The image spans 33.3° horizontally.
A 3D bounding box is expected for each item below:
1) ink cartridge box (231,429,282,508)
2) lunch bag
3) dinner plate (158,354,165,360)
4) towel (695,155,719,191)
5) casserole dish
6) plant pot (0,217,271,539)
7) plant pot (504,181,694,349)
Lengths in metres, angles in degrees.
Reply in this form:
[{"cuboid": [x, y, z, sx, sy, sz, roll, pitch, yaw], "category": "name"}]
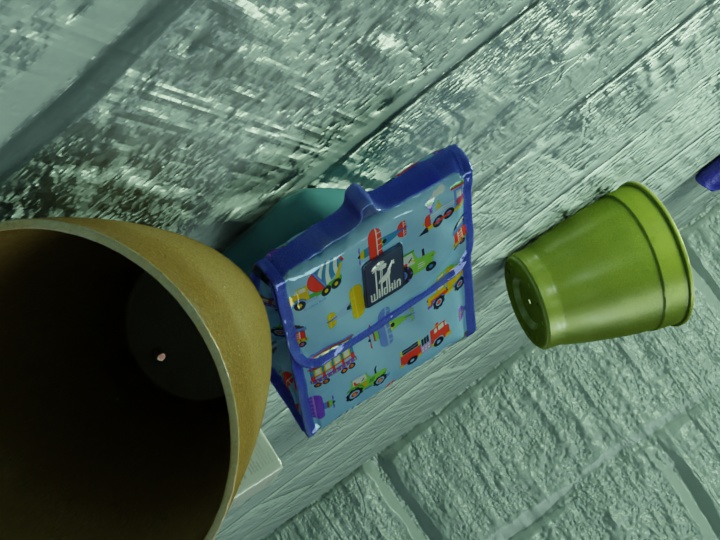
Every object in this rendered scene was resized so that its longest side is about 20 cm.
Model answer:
[{"cuboid": [-0.183, 0.182, 1.055, 0.199, 0.116, 0.067, -29, 168, -23], "category": "ink cartridge box"}, {"cuboid": [0.000, 0.000, 0.798, 0.150, 0.094, 0.201, -30, 154, -16], "category": "lunch bag"}, {"cuboid": [-0.197, 0.124, 0.800, 0.199, 0.024, 0.202, -25, 126, -40], "category": "dinner plate"}, {"cuboid": [0.664, -0.204, 2.009, 0.200, 0.050, 0.147, -43, 166, 32], "category": "towel"}, {"cuboid": [-0.037, -0.017, 0.874, 0.121, 0.039, 0.200, -40, 168, 20], "category": "casserole dish"}, {"cuboid": [-0.121, 0.053, 0.641, 0.186, 0.187, 0.200, -38, 180, 16], "category": "plant pot"}, {"cuboid": [0.298, 0.010, 1.570, 0.191, 0.202, 0.201, -20, 165, -11], "category": "plant pot"}]
